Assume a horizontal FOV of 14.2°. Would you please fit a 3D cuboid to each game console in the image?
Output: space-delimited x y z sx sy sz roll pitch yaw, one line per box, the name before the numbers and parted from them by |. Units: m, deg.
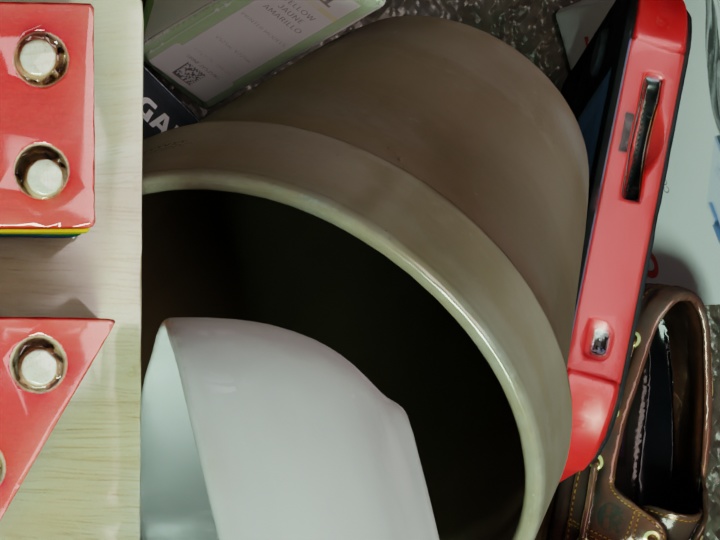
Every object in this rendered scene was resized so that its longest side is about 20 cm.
game console | 0.086 -0.006 1.185 0.031 0.177 0.201 15 76 -8

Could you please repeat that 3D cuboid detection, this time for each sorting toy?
sorting toy | -0.165 0.005 0.897 0.199 0.070 0.199 1 88 -11

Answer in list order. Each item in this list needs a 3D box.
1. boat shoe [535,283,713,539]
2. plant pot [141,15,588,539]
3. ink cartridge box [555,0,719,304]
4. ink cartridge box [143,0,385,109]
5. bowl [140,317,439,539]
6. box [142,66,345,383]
boat shoe | 0.117 0.104 1.255 0.070 0.070 0.201 3 86 -39
plant pot | 0.000 0.000 1.053 0.200 0.200 0.174 55 40 -21
ink cartridge box | 0.192 -0.065 1.245 0.086 0.200 0.147 -22 100 -36
ink cartridge box | 0.006 -0.161 1.084 0.048 0.200 0.146 38 45 -29
bowl | -0.017 0.126 0.919 0.074 0.200 0.200 -8 67 -13
box | -0.082 0.032 1.116 0.200 0.046 0.159 45 60 -26
